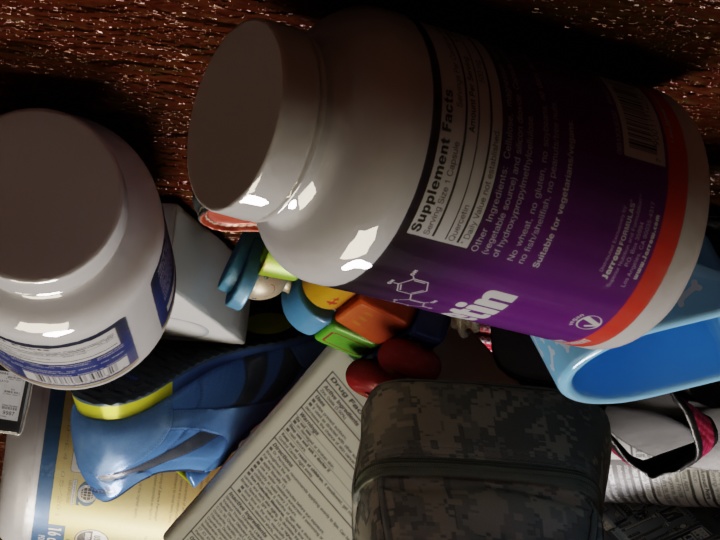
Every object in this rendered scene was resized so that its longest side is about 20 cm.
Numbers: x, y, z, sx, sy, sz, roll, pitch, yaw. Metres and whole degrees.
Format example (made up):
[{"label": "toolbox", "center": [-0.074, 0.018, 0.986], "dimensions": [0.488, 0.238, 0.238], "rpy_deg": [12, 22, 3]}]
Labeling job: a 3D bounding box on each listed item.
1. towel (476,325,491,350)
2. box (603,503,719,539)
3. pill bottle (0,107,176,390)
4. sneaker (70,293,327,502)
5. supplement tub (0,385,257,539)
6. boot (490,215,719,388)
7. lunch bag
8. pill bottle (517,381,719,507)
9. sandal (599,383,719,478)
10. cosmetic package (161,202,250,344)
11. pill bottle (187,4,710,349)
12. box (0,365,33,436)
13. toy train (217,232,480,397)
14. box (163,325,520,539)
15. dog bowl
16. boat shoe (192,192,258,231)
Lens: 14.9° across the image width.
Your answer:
[{"label": "towel", "center": [0.076, 0.063, 1.768], "dimensions": [0.144, 0.023, 0.200], "rpy_deg": [8, 167, -13]}, {"label": "box", "center": [0.230, 0.149, 1.643], "dimensions": [0.199, 0.051, 0.158], "rpy_deg": [-21, -148, -15]}, {"label": "pill bottle", "center": [-0.148, -0.013, 1.328], "dimensions": [0.110, 0.112, 0.200], "rpy_deg": [6, 167, 0]}, {"label": "sneaker", "center": [-0.082, 0.073, 1.602], "dimensions": [0.199, 0.079, 0.066], "rpy_deg": [-23, -151, -33]}, {"label": "supplement tub", "center": [-0.131, 0.120, 1.808], "dimensions": [0.199, 0.146, 0.145], "rpy_deg": [8, 168, -5]}, {"label": "boot", "center": [0.146, 0.007, 1.402], "dimensions": [0.199, 0.070, 0.132], "rpy_deg": [-10, 160, 18]}, {"label": "lunch bag", "center": [0.058, 0.179, 1.409], "dimensions": [0.138, 0.168, 0.201], "rpy_deg": [6, 138, 1]}, {"label": "pill bottle", "center": [0.194, 0.085, 1.607], "dimensions": [0.199, 0.107, 0.106], "rpy_deg": [0, 167, 21]}, {"label": "sandal", "center": [0.150, 0.075, 1.424], "dimensions": [0.075, 0.045, 0.200], "rpy_deg": [-6, 156, 20]}, {"label": "cosmetic package", "center": [-0.175, -0.002, 1.536], "dimensions": [0.199, 0.052, 0.151], "rpy_deg": [3, 166, 15]}, {"label": "pill bottle", "center": [0.035, -0.039, 1.106], "dimensions": [0.199, 0.113, 0.112], "rpy_deg": [13, 166, -29]}, {"label": "box", "center": [-0.300, 0.041, 1.659], "dimensions": [0.199, 0.050, 0.158], "rpy_deg": [9, -167, -13]}, {"label": "toy train", "center": [0.000, 0.000, 1.409], "dimensions": [0.115, 0.085, 0.200], "rpy_deg": [22, 165, -9]}, {"label": "box", "center": [0.001, 0.128, 1.595], "dimensions": [0.200, 0.128, 0.109], "rpy_deg": [-48, 168, 34]}, {"label": "dog bowl", "center": [0.171, 0.011, 1.255], "dimensions": [0.199, 0.050, 0.112], "rpy_deg": [-14, 157, -2]}, {"label": "boat shoe", "center": [0.001, -0.026, 1.306], "dimensions": [0.199, 0.063, 0.071], "rpy_deg": [0, 168, 32]}]
